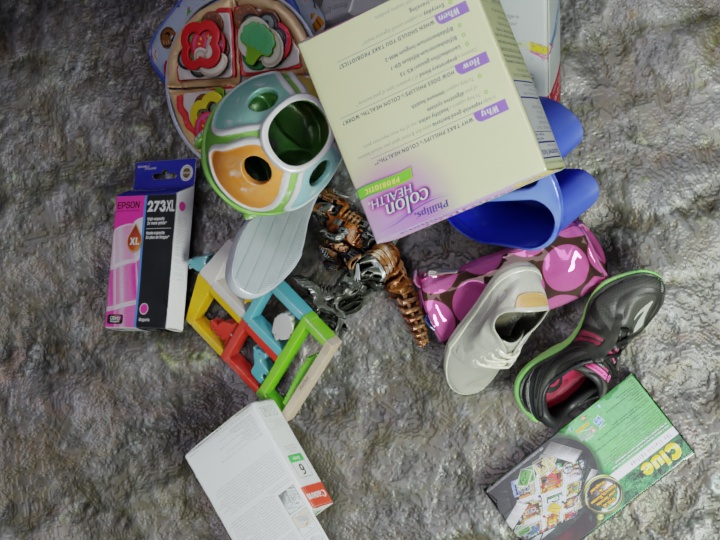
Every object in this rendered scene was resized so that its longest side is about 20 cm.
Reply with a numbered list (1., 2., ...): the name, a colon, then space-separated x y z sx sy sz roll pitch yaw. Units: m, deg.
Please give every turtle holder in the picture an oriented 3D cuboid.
1. turtle holder: -0.066 -0.135 1.421 0.184 0.132 0.142 -18 93 -22

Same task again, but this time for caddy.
1. caddy: 0.142 -0.096 1.421 0.199 0.105 0.142 11 126 53

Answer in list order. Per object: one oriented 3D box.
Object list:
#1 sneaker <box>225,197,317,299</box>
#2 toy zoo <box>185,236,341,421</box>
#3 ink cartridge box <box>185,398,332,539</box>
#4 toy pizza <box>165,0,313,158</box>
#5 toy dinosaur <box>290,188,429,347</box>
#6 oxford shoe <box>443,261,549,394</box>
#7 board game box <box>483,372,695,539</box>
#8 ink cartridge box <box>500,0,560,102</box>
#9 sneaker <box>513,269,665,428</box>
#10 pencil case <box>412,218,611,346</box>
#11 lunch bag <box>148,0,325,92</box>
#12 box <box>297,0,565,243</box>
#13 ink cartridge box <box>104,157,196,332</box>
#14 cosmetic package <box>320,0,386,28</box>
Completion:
1. sneaker: -0.096 -0.044 1.518 0.073 0.071 0.201 38 54 -15
2. toy zoo: -0.119 0.055 1.550 0.200 0.020 0.132 44 127 17
3. ink cartridge box: -0.094 0.253 1.523 0.109 0.050 0.201 -38 74 22
4. toy pizza: -0.132 -0.204 1.522 0.199 0.032 0.202 3 97 26
5. toy dinosaur: 0.000 0.000 1.528 0.135 0.102 0.200 -38 52 -10
6. oxford shoe: 0.137 0.073 1.434 0.075 0.201 0.058 -4 53 -24
7. board game box: 0.236 0.209 1.465 0.200 0.023 0.105 -39 72 7
8. ink cartridge box: 0.133 -0.255 1.469 0.145 0.201 0.083 7 39 16
9. sneaker: 0.245 0.085 1.441 0.200 0.077 0.084 -50 30 12
10. pencil case: 0.157 0.008 1.476 0.199 0.091 0.094 -23 111 8
11. lunch bag: -0.137 -0.260 1.581 0.200 0.075 0.161 -46 64 23
12. box: 0.067 -0.152 1.305 0.175 0.097 0.201 -23 87 20
13. ink cartridge box: -0.239 -0.031 1.611 0.094 0.037 0.202 -1 79 33
14. cosmetic package: 0.025 -0.359 1.556 0.074 0.102 0.201 20 84 -23
